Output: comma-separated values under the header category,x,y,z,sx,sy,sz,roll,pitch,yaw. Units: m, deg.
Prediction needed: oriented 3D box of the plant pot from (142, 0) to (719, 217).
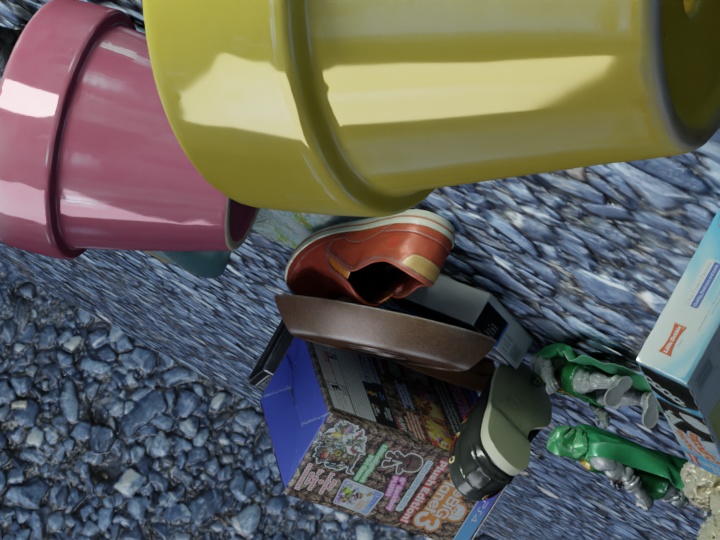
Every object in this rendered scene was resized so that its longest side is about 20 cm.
category,x,y,z,sx,sy,sz,roll,pitch,yaw
plant pot,0.046,-0.116,0.683,0.189,0.201,0.201,7,159,26

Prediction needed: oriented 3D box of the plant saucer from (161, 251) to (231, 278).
category,x,y,z,sx,sy,sz,roll,pitch,yaw
plant saucer,-0.178,-0.082,1.580,0.200,0.027,0.200,49,-164,-20

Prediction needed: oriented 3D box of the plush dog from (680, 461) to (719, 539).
category,x,y,z,sx,sy,sz,roll,pitch,yaw
plush dog,0.330,0.223,1.427,0.160,0.172,0.200,29,168,6

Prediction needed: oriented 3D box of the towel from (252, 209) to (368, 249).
category,x,y,z,sx,sy,sz,roll,pitch,yaw
towel,-0.067,-0.060,1.556,0.200,0.048,0.171,19,164,47

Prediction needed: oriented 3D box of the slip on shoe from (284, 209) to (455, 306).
category,x,y,z,sx,sy,sz,roll,pitch,yaw
slip on shoe,0.000,0.000,1.463,0.074,0.061,0.200,31,152,-30

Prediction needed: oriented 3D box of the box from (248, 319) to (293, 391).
category,x,y,z,sx,sy,sz,roll,pitch,yaw
box,-0.007,0.119,1.986,0.200,0.123,0.198,30,170,-4

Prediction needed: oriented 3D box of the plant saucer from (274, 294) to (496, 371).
category,x,y,z,sx,sy,sz,roll,pitch,yaw
plant saucer,0.019,0.058,1.531,0.200,0.035,0.200,11,174,1

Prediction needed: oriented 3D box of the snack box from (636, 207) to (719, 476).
category,x,y,z,sx,sy,sz,roll,pitch,yaw
snack box,0.227,0.047,1.069,0.037,0.116,0.200,25,167,27

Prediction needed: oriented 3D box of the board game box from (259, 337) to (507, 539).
category,x,y,z,sx,sy,sz,roll,pitch,yaw
board game box,0.022,0.157,1.668,0.200,0.097,0.160,20,-156,-22

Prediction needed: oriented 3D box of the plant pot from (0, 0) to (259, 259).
category,x,y,z,sx,sy,sz,roll,pitch,yaw
plant pot,-0.167,-0.096,1.345,0.179,0.200,0.200,13,166,8

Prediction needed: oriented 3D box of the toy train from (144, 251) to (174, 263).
category,x,y,z,sx,sy,sz,roll,pitch,yaw
toy train,-0.223,-0.063,1.630,0.114,0.085,0.200,34,-179,43

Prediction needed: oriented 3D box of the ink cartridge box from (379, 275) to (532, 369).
category,x,y,z,sx,sy,sz,roll,pitch,yaw
ink cartridge box,0.059,0.028,1.639,0.200,0.039,0.099,22,167,40

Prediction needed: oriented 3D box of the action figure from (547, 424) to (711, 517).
category,x,y,z,sx,sy,sz,roll,pitch,yaw
action figure,0.256,0.185,1.599,0.200,0.055,0.118,25,-174,-20

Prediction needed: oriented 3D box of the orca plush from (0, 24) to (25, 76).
category,x,y,z,sx,sy,sz,roll,pitch,yaw
orca plush,-0.275,-0.194,1.545,0.200,0.071,0.105,53,-159,-52

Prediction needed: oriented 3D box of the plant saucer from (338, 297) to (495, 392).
category,x,y,z,sx,sy,sz,roll,pitch,yaw
plant saucer,0.051,0.070,1.742,0.200,0.032,0.200,22,-175,-2

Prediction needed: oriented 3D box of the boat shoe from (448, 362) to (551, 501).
category,x,y,z,sx,sy,sz,roll,pitch,yaw
boat shoe,0.127,0.143,1.603,0.074,0.063,0.201,46,-154,-5

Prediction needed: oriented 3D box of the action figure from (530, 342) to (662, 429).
category,x,y,z,sx,sy,sz,roll,pitch,yaw
action figure,0.201,0.101,1.556,0.118,0.055,0.200,31,173,-17
